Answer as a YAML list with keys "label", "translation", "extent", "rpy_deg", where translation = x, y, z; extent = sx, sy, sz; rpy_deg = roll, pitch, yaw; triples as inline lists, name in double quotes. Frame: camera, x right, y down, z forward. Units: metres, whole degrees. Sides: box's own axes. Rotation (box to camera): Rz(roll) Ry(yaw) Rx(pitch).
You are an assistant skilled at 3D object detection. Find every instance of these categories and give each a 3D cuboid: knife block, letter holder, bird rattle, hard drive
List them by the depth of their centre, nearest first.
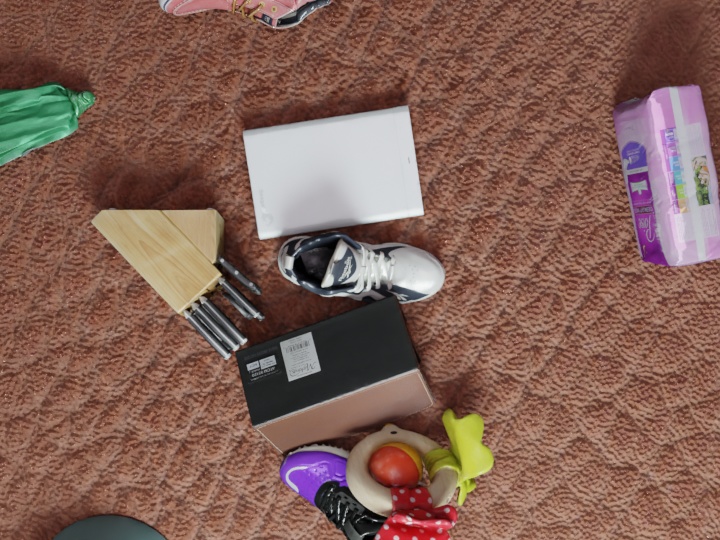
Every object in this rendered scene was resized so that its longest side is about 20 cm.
- label: "bird rattle"
  translation: [0.058, 0.249, 1.187]
  extent: [0.163, 0.200, 0.113]
  rpy_deg: [21, 135, 26]
- label: "knife block"
  translation: [-0.213, 0.018, 1.212]
  extent: [0.200, 0.064, 0.176]
  rpy_deg: [0, 81, 2]
- label: "letter holder"
  translation: [-0.025, 0.131, 1.223]
  extent: [0.200, 0.142, 0.101]
  rpy_deg: [-20, 61, 4]
- label: "hard drive"
  translation: [-0.032, -0.117, 1.235]
  extent: [0.200, 0.026, 0.132]
  rpy_deg: [-8, 93, 2]

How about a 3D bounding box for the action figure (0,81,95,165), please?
- label: "action figure"
  translation: [-0.413, -0.175, 1.229]
  extent: [0.200, 0.055, 0.118]
  rpy_deg: [-19, 91, -4]

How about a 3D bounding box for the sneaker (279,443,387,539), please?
- label: "sneaker"
  translation: [-0.007, 0.279, 1.212]
  extent: [0.200, 0.100, 0.070]
  rpy_deg: [24, 119, 0]

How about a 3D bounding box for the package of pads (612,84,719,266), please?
- label: "package of pads"
  translation: [0.351, -0.106, 1.175]
  extent: [0.076, 0.121, 0.200]
  rpy_deg: [-11, 93, -3]

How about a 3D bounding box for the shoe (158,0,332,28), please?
- label: "shoe"
  translation: [-0.131, -0.321, 1.201]
  extent: [0.200, 0.071, 0.091]
  rpy_deg: [-23, 87, -1]

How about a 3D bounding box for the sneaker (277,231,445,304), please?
- label: "sneaker"
  translation: [0.000, 0.000, 1.188]
  extent: [0.199, 0.130, 0.080]
  rpy_deg: [14, 95, 1]

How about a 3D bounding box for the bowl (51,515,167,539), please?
- label: "bowl"
  translation: [-0.314, 0.407, 1.237]
  extent: [0.201, 0.105, 0.201]
  rpy_deg: [0, 93, 3]
